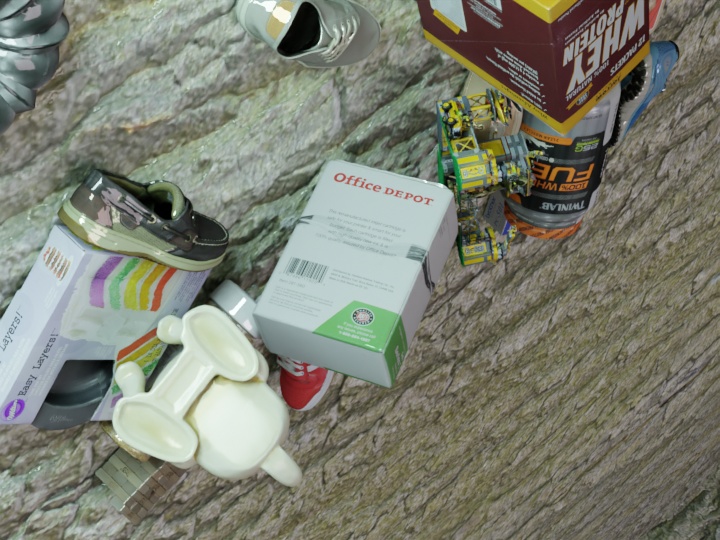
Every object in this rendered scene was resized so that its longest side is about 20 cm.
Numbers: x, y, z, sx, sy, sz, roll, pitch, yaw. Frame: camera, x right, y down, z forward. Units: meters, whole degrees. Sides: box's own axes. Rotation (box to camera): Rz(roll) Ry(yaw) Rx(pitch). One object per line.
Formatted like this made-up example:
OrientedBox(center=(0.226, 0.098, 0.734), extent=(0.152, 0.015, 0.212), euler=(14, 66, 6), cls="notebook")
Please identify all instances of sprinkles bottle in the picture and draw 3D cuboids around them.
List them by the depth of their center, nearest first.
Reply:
OrientedBox(center=(-0.180, 0.102, 1.393), extent=(0.200, 0.068, 0.068), euler=(-48, 152, -5), cls="sprinkles bottle")

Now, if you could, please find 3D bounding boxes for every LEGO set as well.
OrientedBox(center=(0.151, -0.106, 1.446), extent=(0.116, 0.154, 0.200), euler=(-12, 136, -3), cls="LEGO set")

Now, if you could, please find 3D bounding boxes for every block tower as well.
OrientedBox(center=(-0.200, 0.180, 1.473), extent=(0.200, 0.058, 0.054), euler=(-47, 152, -11), cls="block tower")

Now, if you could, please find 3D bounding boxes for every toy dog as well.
OrientedBox(center=(-0.134, 0.122, 1.274), extent=(0.140, 0.194, 0.200), euler=(-62, -172, -7), cls="toy dog")

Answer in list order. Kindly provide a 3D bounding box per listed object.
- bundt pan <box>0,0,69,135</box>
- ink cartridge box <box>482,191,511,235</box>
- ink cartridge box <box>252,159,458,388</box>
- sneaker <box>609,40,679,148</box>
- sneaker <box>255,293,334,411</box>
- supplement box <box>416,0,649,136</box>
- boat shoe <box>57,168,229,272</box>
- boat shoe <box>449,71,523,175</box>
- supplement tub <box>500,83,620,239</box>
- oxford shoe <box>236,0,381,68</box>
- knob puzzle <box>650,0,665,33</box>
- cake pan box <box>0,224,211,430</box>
OrientedBox(center=(-0.282, -0.159, 0.919), extent=(0.202, 0.076, 0.202), euler=(-37, 150, -26), cls="bundt pan")
OrientedBox(center=(0.229, -0.143, 1.715), extent=(0.094, 0.044, 0.200), euler=(-14, 137, -35), cls="ink cartridge box")
OrientedBox(center=(0.000, 0.000, 1.385), extent=(0.084, 0.146, 0.200), euler=(75, 36, -56), cls="ink cartridge box")
OrientedBox(center=(0.352, -0.225, 1.722), extent=(0.090, 0.079, 0.200), euler=(-23, 164, -20), cls="sneaker")
OrientedBox(center=(-0.075, 0.080, 1.518), extent=(0.112, 0.071, 0.200), euler=(-18, 131, -52), cls="sneaker")
OrientedBox(center=(0.161, -0.276, 1.301), extent=(0.133, 0.197, 0.200), euler=(-44, 152, -12), cls="supplement box")
OrientedBox(center=(-0.179, -0.047, 1.209), extent=(0.065, 0.073, 0.200), euler=(-53, 153, 17), cls="boat shoe")
OrientedBox(center=(0.133, -0.157, 1.536), extent=(0.069, 0.074, 0.200), euler=(-27, 140, -29), cls="boat shoe")
OrientedBox(center=(0.229, -0.144, 1.583), extent=(0.122, 0.122, 0.200), euler=(-30, 140, -34), cls="supplement tub")
OrientedBox(center=(-0.036, -0.216, 1.234), extent=(0.200, 0.058, 0.075), euler=(4, 118, -59), cls="oxford shoe")
OrientedBox(center=(0.336, -0.316, 1.692), extent=(0.219, 0.030, 0.220), euler=(-36, 148, -26), cls="knob puzzle")
OrientedBox(center=(-0.251, 0.056, 1.253), extent=(0.184, 0.052, 0.200), euler=(10, 116, -57), cls="cake pan box")
